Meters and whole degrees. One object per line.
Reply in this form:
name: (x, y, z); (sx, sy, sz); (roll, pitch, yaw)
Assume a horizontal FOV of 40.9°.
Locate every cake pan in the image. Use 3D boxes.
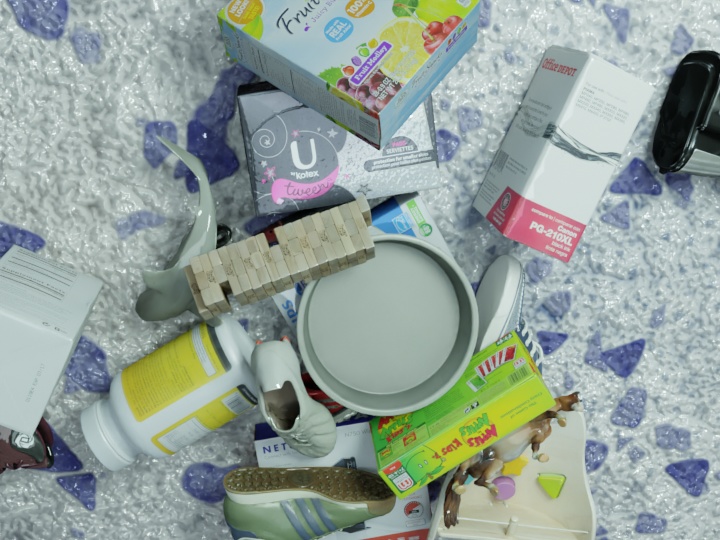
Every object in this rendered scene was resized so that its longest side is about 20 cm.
cake pan: (0.028, 0.058, 1.056); (0.199, 0.037, 0.202); (-1, 99, -7)

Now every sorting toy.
sorting toy: (0.186, 0.234, 1.148); (0.199, 0.107, 0.181); (8, 111, -8)

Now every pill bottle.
pill bottle: (-0.209, 0.141, 1.089); (0.199, 0.112, 0.112); (-30, 106, 3)

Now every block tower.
block tower: (-0.078, -0.012, 0.989); (0.199, 0.054, 0.058); (-22, 76, -4)

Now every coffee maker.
coffee maker: (0.446, -0.175, 1.072); (0.199, 0.135, 0.193); (17, 80, -11)

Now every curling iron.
curling iron: (-0.098, -0.053, 1.090); (0.199, 0.026, 0.050); (-18, 110, -1)

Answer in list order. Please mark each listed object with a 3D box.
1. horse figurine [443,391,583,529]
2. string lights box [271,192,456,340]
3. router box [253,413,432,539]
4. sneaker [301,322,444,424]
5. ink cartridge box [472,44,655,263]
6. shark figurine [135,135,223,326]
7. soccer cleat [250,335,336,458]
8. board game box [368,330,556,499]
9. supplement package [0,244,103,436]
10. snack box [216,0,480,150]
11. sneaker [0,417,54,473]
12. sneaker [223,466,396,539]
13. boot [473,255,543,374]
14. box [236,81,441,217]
horse figurine: (0.160, 0.197, 1.057); (0.200, 0.133, 0.050); (-37, 94, 8)
string lights box: (0.000, 0.000, 1.098); (0.199, 0.059, 0.103); (-30, 106, 3)
router box: (-0.019, 0.261, 1.174); (0.199, 0.049, 0.181); (-10, 106, -3)
sneaker: (0.008, 0.103, 1.107); (0.200, 0.077, 0.085); (-36, 128, 4)
ink cartridge box: (0.212, -0.129, 1.038); (0.084, 0.145, 0.201); (22, 103, -13)
shark figurine: (-0.197, -0.022, 1.030); (0.089, 0.128, 0.216); (-2, 117, -48)
soccer cleat: (-0.074, 0.155, 1.044); (0.069, 0.078, 0.201); (-13, 134, 7)
board game box: (0.108, 0.158, 1.069); (0.199, 0.102, 0.048); (-33, 113, 9)
supplement package: (-0.353, 0.066, 1.008); (0.109, 0.200, 0.114); (24, 101, -12)
snack box: (-0.011, -0.237, 0.947); (0.199, 0.068, 0.169); (32, 68, 18)
sneaker: (-0.420, 0.233, 1.115); (0.115, 0.076, 0.201); (18, 102, -13)
sneaker: (-0.061, 0.282, 1.121); (0.199, 0.067, 0.090); (4, 113, -6)
boot: (0.177, 0.080, 1.140); (0.090, 0.073, 0.201); (9, 113, -15)
box: (-0.024, -0.142, 1.027); (0.199, 0.115, 0.133); (-9, 106, -3)
